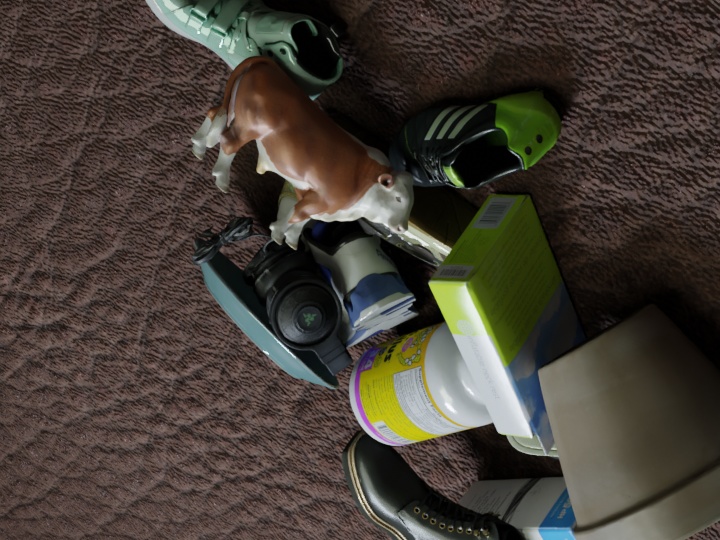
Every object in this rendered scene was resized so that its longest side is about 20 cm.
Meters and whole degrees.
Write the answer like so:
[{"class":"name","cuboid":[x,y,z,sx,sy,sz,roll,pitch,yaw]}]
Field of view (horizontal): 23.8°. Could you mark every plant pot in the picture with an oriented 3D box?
[{"class":"plant pot","cuboid":[0.240,0.132,1.450,0.175,0.199,0.200,60,146,5]}]

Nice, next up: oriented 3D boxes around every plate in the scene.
[{"class":"plate","cuboid":[-0.097,0.048,1.645,0.200,0.026,0.200,47,-177,-3]}]

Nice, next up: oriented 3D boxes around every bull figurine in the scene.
[{"class":"bull figurine","cuboid":[-0.048,-0.088,1.451,0.200,0.121,0.065,44,-172,-10]}]

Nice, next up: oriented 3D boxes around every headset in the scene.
[{"class":"headset","cuboid":[-0.075,0.024,1.557,0.124,0.093,0.201,55,177,47]}]

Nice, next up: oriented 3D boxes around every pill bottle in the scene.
[{"class":"pill bottle","cuboid":[0.082,0.103,1.631,0.104,0.104,0.199,49,145,-14]}]

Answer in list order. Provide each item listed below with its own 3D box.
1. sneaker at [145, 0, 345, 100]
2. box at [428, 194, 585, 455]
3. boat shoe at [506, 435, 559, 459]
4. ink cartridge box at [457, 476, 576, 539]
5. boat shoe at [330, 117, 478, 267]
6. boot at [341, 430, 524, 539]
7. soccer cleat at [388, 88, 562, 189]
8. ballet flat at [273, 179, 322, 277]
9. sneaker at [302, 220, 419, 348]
[{"class":"sneaker","cuboid":[-0.097,-0.224,1.458,0.200,0.074,0.118,41,154,-18]},{"class":"box","cuboid":[0.138,0.048,1.496,0.047,0.122,0.201,2,131,38]},{"class":"boat shoe","cuboid":[0.238,0.160,1.596,0.198,0.073,0.067,13,177,25]},{"class":"ink cartridge box","cuboid":[0.198,0.290,1.747,0.199,0.084,0.147,-9,122,51]},{"class":"boat shoe","cuboid":[0.019,-0.062,1.533,0.199,0.073,0.065,36,141,7]},{"class":"boot","cuboid":[0.082,0.235,1.693,0.138,0.078,0.201,-14,121,47]},{"class":"soccer cleat","cuboid":[0.082,-0.099,1.419,0.199,0.081,0.068,-13,120,51]},{"class":"ballet flat","cuboid":[-0.058,-0.029,1.653,0.070,0.071,0.201,30,145,15]},{"class":"sneaker","cuboid":[0.000,0.000,1.613,0.200,0.080,0.116,103,144,-78]}]
